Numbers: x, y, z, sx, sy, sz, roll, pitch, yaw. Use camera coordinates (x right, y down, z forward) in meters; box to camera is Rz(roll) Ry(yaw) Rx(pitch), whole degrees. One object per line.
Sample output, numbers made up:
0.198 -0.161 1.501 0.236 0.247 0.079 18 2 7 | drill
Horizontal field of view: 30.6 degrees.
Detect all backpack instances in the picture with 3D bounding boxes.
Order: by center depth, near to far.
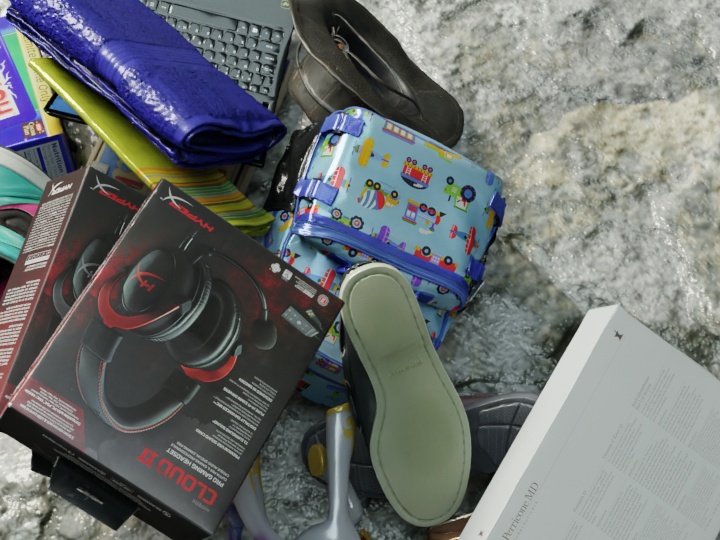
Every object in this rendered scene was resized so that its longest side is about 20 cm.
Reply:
0.000 0.000 1.009 0.182 0.134 0.201 29 72 -15 | backpack

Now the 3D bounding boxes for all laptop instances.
-0.146 -0.185 1.078 0.176 0.103 0.201 14 77 -7 | laptop

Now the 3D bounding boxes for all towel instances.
-0.152 -0.093 0.965 0.200 0.086 0.018 44 113 17 | towel
-0.163 -0.149 0.986 0.200 0.148 0.050 42 109 15 | towel

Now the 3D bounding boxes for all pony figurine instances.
-0.046 0.211 0.917 0.192 0.166 0.201 -14 82 -37 | pony figurine

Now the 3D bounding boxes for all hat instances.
-0.005 -0.147 1.104 0.081 0.200 0.201 -46 69 23 | hat

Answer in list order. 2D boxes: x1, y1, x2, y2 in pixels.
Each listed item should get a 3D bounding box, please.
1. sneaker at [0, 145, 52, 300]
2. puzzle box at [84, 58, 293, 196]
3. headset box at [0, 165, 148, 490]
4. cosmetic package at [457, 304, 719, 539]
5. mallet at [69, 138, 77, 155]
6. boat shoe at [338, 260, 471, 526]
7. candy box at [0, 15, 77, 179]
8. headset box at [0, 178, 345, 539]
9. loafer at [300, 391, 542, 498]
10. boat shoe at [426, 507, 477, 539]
-0.232 -0.001 0.997 0.200 0.083 0.121 31 51 -32 | sneaker
-0.150 -0.114 1.130 0.132 0.025 0.201 17 65 5 | puzzle box
-0.176 0.052 0.921 0.149 0.077 0.201 29 67 -30 | headset box
0.181 0.149 0.927 0.151 0.052 0.200 36 75 -12 | cosmetic package
-0.274 -0.032 1.064 0.041 0.066 0.201 14 65 5 | mallet
0.026 0.083 0.937 0.074 0.066 0.200 -22 107 -4 | boat shoe
-0.344 -0.112 1.072 0.199 0.077 0.169 -17 49 -12 | candy box
-0.125 0.068 0.841 0.148 0.075 0.200 35 64 -9 | headset box
0.056 0.127 1.000 0.199 0.063 0.072 -10 95 17 | loafer
0.138 0.172 0.988 0.199 0.076 0.072 -12 61 -18 | boat shoe
